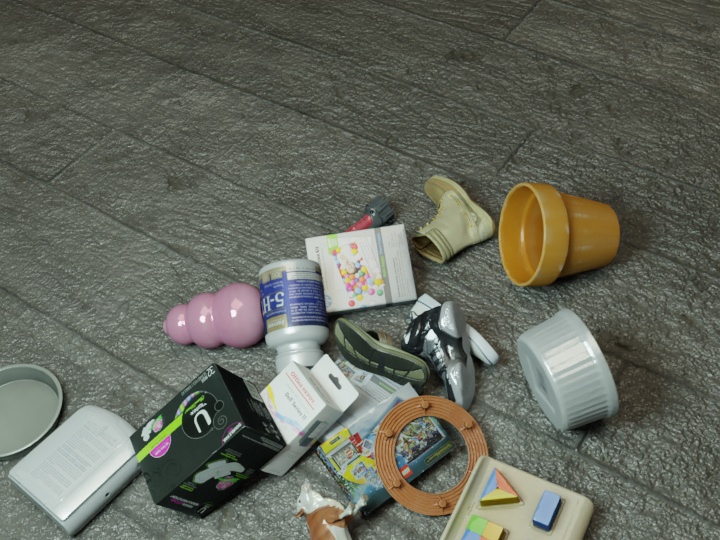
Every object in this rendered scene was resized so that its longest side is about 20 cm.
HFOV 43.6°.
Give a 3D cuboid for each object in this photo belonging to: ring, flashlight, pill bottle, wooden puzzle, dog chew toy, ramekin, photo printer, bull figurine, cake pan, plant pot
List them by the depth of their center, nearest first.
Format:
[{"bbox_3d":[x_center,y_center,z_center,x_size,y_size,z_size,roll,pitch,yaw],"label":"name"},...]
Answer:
[{"bbox_3d":[-0.039,0.421,1.423,0.121,0.065,0.200,-38,51,29],"label":"bull figurine"},{"bbox_3d":[0.246,0.404,1.424,0.200,0.046,0.185,21,62,21],"label":"wooden puzzle"},{"bbox_3d":[0.121,0.306,1.503,0.200,0.019,0.201,5,68,-11],"label":"ring"},{"bbox_3d":[0.348,0.175,1.536,0.098,0.201,0.201,-24,50,-5],"label":"ramekin"},{"bbox_3d":[-0.477,0.333,1.551,0.166,0.070,0.200,28,56,27],"label":"photo printer"},{"bbox_3d":[-0.641,0.262,1.649,0.200,0.037,0.201,-2,49,3],"label":"cake pan"},{"bbox_3d":[-0.121,0.089,1.669,0.119,0.120,0.200,-8,73,-2],"label":"pill bottle"},{"bbox_3d":[-0.278,0.093,1.715,0.199,0.125,0.125,-9,48,7],"label":"dog chew toy"},{"bbox_3d":[0.395,-0.069,1.760,0.183,0.200,0.200,0,47,-16],"label":"plant pot"},{"bbox_3d":[-0.018,-0.084,1.877,0.068,0.068,0.200,37,62,25],"label":"flashlight"}]

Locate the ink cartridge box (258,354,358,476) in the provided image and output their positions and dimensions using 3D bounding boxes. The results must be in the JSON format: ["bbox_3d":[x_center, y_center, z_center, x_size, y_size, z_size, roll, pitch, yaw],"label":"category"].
[{"bbox_3d":[-0.113,0.239,1.545,0.200,0.067,0.117,-46,55,4],"label":"ink cartridge box"}]

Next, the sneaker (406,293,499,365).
[{"bbox_3d":[0.171,0.126,1.686,0.200,0.073,0.071,37,83,33],"label":"sneaker"}]

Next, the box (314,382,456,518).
[{"bbox_3d":[0.043,0.301,1.519,0.200,0.038,0.137,-32,78,-22],"label":"box"}]

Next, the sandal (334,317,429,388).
[{"bbox_3d":[0.038,0.147,1.620,0.201,0.080,0.057,27,38,17],"label":"sandal"}]

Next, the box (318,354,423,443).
[{"bbox_3d":[-0.007,0.232,1.617,0.156,0.041,0.200,30,57,28],"label":"box"}]

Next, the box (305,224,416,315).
[{"bbox_3d":[0.000,0.000,1.769,0.199,0.041,0.156,-8,76,-1],"label":"box"}]

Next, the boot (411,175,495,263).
[{"bbox_3d":[0.162,-0.107,1.877,0.155,0.073,0.200,-29,58,-23],"label":"boot"}]

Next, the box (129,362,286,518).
[{"bbox_3d":[-0.254,0.283,1.489,0.200,0.124,0.149,-41,51,7],"label":"box"}]

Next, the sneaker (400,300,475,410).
[{"bbox_3d":[0.139,0.160,1.628,0.114,0.075,0.201,-11,81,29],"label":"sneaker"}]
